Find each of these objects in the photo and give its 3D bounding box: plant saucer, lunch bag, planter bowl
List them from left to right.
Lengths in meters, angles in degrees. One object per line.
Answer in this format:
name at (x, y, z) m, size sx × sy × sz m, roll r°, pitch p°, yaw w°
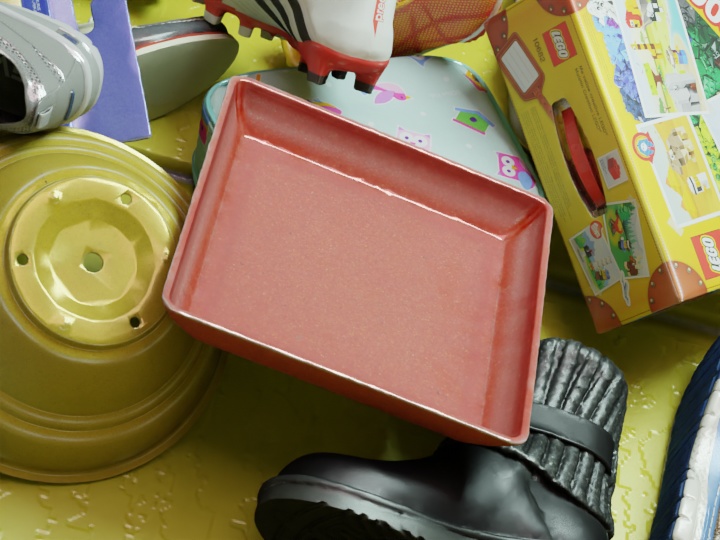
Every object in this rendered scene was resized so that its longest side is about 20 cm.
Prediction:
planter bowl at (-0.149, 0.006, 1.126) m, size 0.200 × 0.083 × 0.201 m, roll 6°, pitch 73°, yaw -21°
plant saucer at (0.000, 0.000, 1.152) m, size 0.200 × 0.037 × 0.200 m, roll 22°, pitch 41°, yaw -9°
lunch bag at (0.002, -0.046, 1.282) m, size 0.200 × 0.077 × 0.161 m, roll -9°, pitch 55°, yaw -26°

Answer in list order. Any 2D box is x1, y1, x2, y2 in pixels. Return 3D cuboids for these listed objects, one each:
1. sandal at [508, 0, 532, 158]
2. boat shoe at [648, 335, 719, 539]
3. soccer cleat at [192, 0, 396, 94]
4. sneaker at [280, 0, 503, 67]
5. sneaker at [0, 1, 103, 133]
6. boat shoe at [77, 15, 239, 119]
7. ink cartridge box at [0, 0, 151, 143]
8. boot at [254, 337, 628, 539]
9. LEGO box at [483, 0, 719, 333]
sandal at (0.131, -0.147, 1.409) m, size 0.080 × 0.054 × 0.200 m, roll -10°, pitch 54°, yaw 11°
boat shoe at (0.215, 0.113, 1.225) m, size 0.072 × 0.072 × 0.200 m, roll 25°, pitch 56°, yaw -3°
soccer cleat at (-0.037, -0.170, 1.274) m, size 0.068 × 0.085 × 0.200 m, roll 9°, pitch 17°, yaw -33°
sneaker at (0.022, -0.162, 1.318) m, size 0.077 × 0.200 × 0.073 m, roll -6°, pitch 74°, yaw -38°
sneaker at (-0.240, -0.125, 1.147) m, size 0.199 × 0.075 × 0.082 m, roll 15°, pitch 23°, yaw 6°
boat shoe at (-0.168, -0.122, 1.297) m, size 0.200 × 0.071 × 0.063 m, roll -20°, pitch 60°, yaw -26°
ink cartridge box at (-0.236, -0.150, 1.231) m, size 0.199 × 0.047 × 0.198 m, roll -13°, pitch 72°, yaw 0°
boot at (0.047, 0.099, 1.162) m, size 0.211 × 0.079 × 0.158 m, roll 18°, pitch 52°, yaw -18°
LEGO box at (0.180, -0.080, 1.293) m, size 0.149 × 0.077 × 0.200 m, roll -16°, pitch 83°, yaw -40°
